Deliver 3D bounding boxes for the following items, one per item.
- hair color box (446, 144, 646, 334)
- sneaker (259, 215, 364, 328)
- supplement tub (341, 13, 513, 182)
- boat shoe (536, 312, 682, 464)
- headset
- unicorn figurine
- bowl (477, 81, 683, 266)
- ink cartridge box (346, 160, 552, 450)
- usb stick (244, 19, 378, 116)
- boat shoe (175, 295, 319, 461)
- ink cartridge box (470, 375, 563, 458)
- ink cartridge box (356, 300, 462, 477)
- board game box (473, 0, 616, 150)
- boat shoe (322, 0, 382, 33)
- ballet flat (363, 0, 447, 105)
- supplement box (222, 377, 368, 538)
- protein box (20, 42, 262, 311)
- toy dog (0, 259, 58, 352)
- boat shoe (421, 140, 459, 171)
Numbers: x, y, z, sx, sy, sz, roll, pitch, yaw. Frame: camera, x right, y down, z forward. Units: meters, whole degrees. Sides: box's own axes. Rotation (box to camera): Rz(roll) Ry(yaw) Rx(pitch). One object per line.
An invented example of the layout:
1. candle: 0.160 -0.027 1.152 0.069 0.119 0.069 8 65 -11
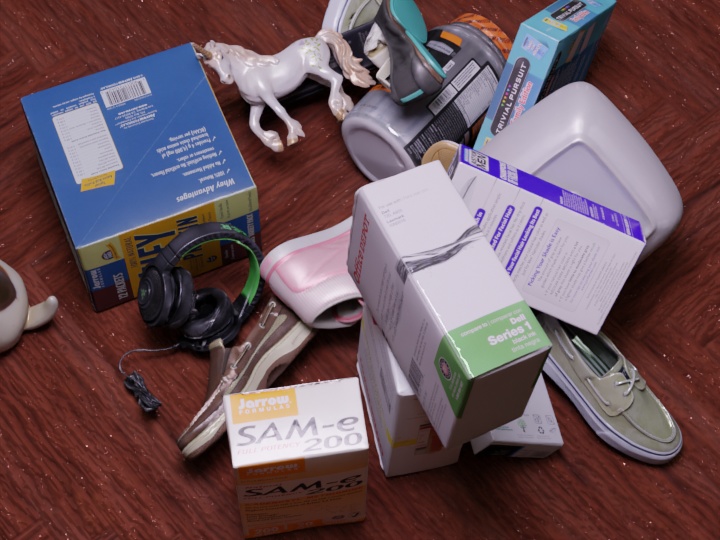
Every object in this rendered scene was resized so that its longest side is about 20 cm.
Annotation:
1. hair color box: 0.164 -0.030 1.389 0.198 0.110 0.065 23 23 -6
2. sneaker: 0.000 0.000 1.492 0.199 0.076 0.105 -23 62 -33
3. supplement tub: 0.082 -0.187 1.583 0.122 0.123 0.200 35 66 17
4. boat shoe: 0.249 0.115 1.440 0.200 0.062 0.072 42 58 7
5. headset: -0.174 0.047 1.459 0.201 0.123 0.094 -51 41 6
6. unicorn figurine: -0.090 -0.206 1.550 0.199 0.074 0.138 -29 94 -33
7. bowl: 0.212 -0.062 1.447 0.199 0.075 0.200 -37 106 17
8. ink cartridge box: 0.070 0.029 1.226 0.084 0.147 0.201 -21 65 -17
9. usb stick: -0.045 -0.232 1.616 0.198 0.033 0.056 -20 78 14
10. boat shoe: -0.129 0.105 1.448 0.075 0.075 0.202 41 57 3
11. ink cartridge box: 0.136 0.093 1.456 0.099 0.039 0.202 8 56 -35
12. ink cartridge box: 0.053 0.093 1.389 0.082 0.201 0.147 -9 62 -9
13. board game box: 0.200 -0.212 1.534 0.047 0.152 0.200 28 31 15
14. boat shoe: 0.022 -0.332 1.678 0.061 0.072 0.201 20 60 23
15. ballet flat: 0.039 -0.237 1.514 0.068 0.068 0.201 -39 29 17
16. supplement box: -0.058 0.181 1.338 0.124 0.201 0.074 -8 62 -5
17. protein box: -0.233 -0.101 1.525 0.197 0.135 0.201 -20 63 -12
18. toy dog: -0.413 0.016 1.422 0.192 0.201 0.141 11 62 6
19. boat shoe: 0.145 -0.070 1.527 0.200 0.071 0.070 42 27 -13
